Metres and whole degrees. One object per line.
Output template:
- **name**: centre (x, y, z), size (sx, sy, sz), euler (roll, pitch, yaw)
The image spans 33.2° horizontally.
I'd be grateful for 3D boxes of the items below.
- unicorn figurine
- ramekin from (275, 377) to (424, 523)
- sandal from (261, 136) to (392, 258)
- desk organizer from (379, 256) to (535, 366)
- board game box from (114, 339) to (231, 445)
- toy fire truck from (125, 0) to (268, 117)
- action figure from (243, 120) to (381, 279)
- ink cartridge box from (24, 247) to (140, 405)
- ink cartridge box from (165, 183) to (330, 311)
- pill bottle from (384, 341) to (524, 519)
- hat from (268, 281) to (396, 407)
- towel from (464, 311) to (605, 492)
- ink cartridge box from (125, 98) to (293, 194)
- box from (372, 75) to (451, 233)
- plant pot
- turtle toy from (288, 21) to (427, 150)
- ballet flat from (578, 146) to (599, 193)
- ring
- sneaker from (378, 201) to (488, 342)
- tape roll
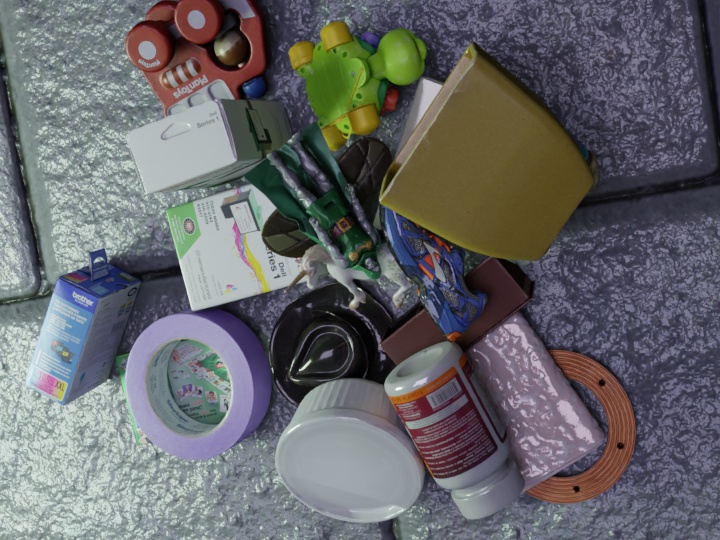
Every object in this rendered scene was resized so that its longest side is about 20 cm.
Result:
- **unicorn figurine**: centre (0.000, 0.000, 1.552), size (0.197, 0.138, 0.075), euler (-20, 57, -1)
- **ramekin**: centre (-0.008, 0.231, 1.585), size (0.199, 0.095, 0.205), euler (7, 130, 8)
- **sandal**: centre (-0.042, -0.094, 1.544), size (0.082, 0.055, 0.200), euler (42, 98, -14)
- **desk organizer**: centre (0.123, 0.057, 1.554), size (0.199, 0.072, 0.077), euler (-40, 97, 20)
- **board game box**: centre (-0.248, 0.167, 1.732), size (0.197, 0.029, 0.137), euler (-13, 92, 21)
- **toy fire truck**: centre (-0.208, -0.292, 1.627), size (0.198, 0.113, 0.169), euler (-24, 113, 21)
- **action figure**: centre (-0.037, -0.073, 1.480), size (0.118, 0.055, 0.201), euler (-38, 93, -14)
- **ink cartridge box**: centre (-0.387, 0.072, 1.712), size (0.075, 0.136, 0.202), euler (25, 105, 9)
- **ink cartridge box**: centre (-0.146, -0.042, 1.638), size (0.197, 0.084, 0.147), euler (-14, 92, 20)
- **pill bottle**: centre (0.120, 0.200, 1.502), size (0.108, 0.110, 0.202), euler (-25, 100, 21)
- **hat**: centre (-0.046, 0.118, 1.626), size (0.197, 0.081, 0.204), euler (3, 99, 19)
- **towel**: centre (0.185, 0.184, 1.560), size (0.190, 0.032, 0.201), euler (-37, 85, 20)
- **ink cartridge box**: centre (-0.190, -0.162, 1.575), size (0.144, 0.200, 0.086), euler (-18, 91, 21)
- **box**: centre (0.084, -0.143, 1.545), size (0.067, 0.082, 0.203), euler (21, 105, 14)
- **plant pot**: centre (0.157, -0.121, 1.403), size (0.199, 0.196, 0.195), euler (33, 104, -6)
- **turtle toy**: centre (0.002, -0.245, 1.535), size (0.199, 0.100, 0.148), euler (-18, 92, 52)
- **ballet flat**: centre (0.205, -0.102, 1.520), size (0.197, 0.071, 0.072), euler (-12, 93, 21)
- **ring**: centre (0.257, 0.201, 1.562), size (0.197, 0.019, 0.204), euler (3, 99, 19)
- **sneaker**: centre (0.086, -0.015, 1.479), size (0.078, 0.075, 0.202), euler (-32, 101, -1)
- **tape roll**: centre (-0.225, 0.155, 1.673), size (0.197, 0.066, 0.204), euler (3, 98, 20)
